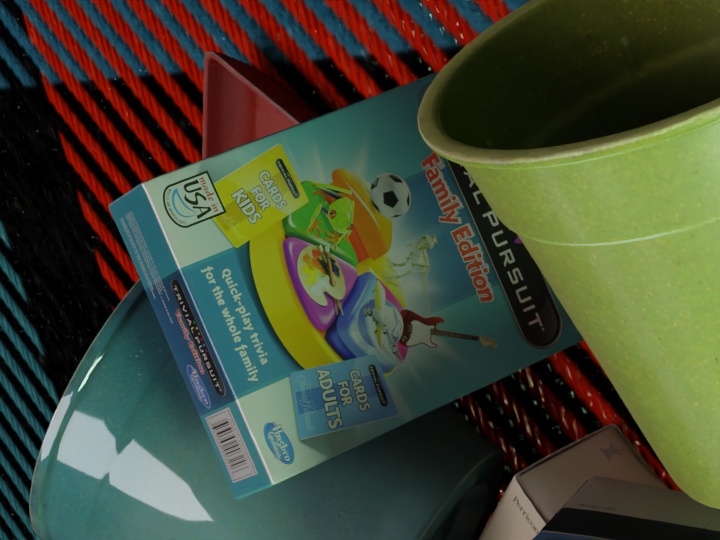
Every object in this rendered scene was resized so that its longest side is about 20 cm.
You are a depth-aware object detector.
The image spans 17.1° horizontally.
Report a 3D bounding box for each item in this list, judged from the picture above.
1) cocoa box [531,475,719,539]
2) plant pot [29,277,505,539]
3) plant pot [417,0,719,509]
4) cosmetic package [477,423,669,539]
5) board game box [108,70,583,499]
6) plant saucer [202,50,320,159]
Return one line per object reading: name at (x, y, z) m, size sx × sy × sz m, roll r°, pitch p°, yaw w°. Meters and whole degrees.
cocoa box at (0.162, 0.187, 1.018) m, size 0.199 × 0.131 × 0.134 m, roll 8°, pitch 118°, yaw 31°
plant pot at (-0.035, 0.102, 1.232) m, size 0.188 × 0.200 × 0.200 m, roll 30°, pitch 137°, yaw 17°
plant pot at (0.150, -0.015, 0.944) m, size 0.200 × 0.200 × 0.190 m, roll 10°, pitch 131°, yaw 55°
cosmetic package at (0.104, 0.181, 1.230) m, size 0.105 × 0.071 × 0.200 m, roll 51°, pitch 146°, yaw 24°
board game box at (0.000, 0.000, 1.148) m, size 0.047 × 0.200 × 0.151 m, roll -26°, pitch 87°, yaw 60°
plant saucer at (-0.020, -0.001, 1.343) m, size 0.200 × 0.037 × 0.200 m, roll 40°, pitch 140°, yaw 37°
